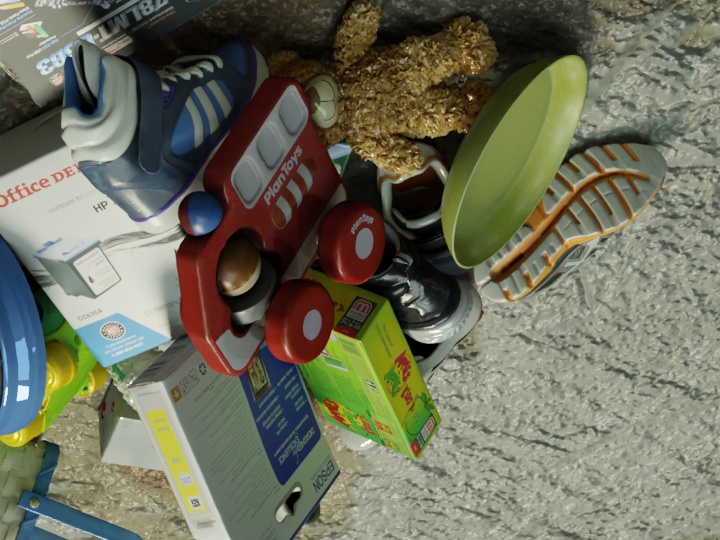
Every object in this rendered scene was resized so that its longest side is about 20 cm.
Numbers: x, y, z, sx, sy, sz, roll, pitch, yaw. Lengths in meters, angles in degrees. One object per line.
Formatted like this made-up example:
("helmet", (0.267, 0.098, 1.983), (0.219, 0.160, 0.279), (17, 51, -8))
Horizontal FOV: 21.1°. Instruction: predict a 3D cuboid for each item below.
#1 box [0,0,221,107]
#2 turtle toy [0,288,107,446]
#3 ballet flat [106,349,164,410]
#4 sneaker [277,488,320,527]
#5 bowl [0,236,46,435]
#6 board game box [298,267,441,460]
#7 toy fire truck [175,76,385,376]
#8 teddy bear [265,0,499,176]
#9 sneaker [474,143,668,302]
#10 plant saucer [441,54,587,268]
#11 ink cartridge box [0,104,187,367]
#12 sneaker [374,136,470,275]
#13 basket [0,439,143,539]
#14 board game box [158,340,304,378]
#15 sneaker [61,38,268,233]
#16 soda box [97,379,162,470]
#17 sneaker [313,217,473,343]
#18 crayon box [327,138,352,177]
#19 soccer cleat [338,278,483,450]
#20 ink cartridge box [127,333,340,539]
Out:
("box", (-0.223, -0.243, 1.463), (0.199, 0.050, 0.199), (-28, 134, 16))
("turtle toy", (-0.292, 0.083, 1.722), (0.101, 0.146, 0.200), (41, 123, 6))
("ballet flat", (-0.157, 0.098, 1.764), (0.072, 0.072, 0.200), (-34, 154, 22))
("sneaker", (-0.080, 0.155, 1.774), (0.074, 0.079, 0.201), (-41, 132, -29))
("bowl", (-0.335, 0.046, 1.626), (0.039, 0.201, 0.201), (-20, 145, -38))
("board game box", (-0.004, 0.081, 1.682), (0.101, 0.048, 0.200), (22, 154, 30))
("toy fire truck", (-0.081, -0.029, 1.497), (0.112, 0.200, 0.168), (11, 146, 36))
("teddy bear", (0.022, -0.146, 1.572), (0.199, 0.067, 0.146), (7, 110, -17))
("sneaker", (0.192, -0.043, 1.733), (0.200, 0.078, 0.077), (-37, 159, 16))
("plant saucer", (0.123, -0.096, 1.614), (0.031, 0.200, 0.200), (31, 136, 20))
("ink cartridge box", (-0.203, -0.037, 1.598), (0.146, 0.086, 0.200), (-22, 120, 23))
("sneaker", (0.059, -0.047, 1.692), (0.078, 0.080, 0.200), (-22, 135, 9))
("basket", (-0.316, 0.231, 1.822), (0.200, 0.140, 0.176), (29, 157, -17))
("board game box", (-0.090, 0.064, 1.809), (0.199, 0.024, 0.105), (-3, 134, -8))
("sneaker", (-0.157, -0.144, 1.488), (0.080, 0.200, 0.147), (-4, 137, 39))
("soda box", (-0.148, 0.154, 1.859), (0.199, 0.064, 0.068), (10, 131, -21))
("sneaker", (0.000, 0.000, 1.679), (0.200, 0.076, 0.114), (9, 150, 47))
("crayon box", (-0.094, -0.057, 1.670), (0.125, 0.052, 0.200), (6, 133, -17))
("soccer cleat", (0.037, 0.087, 1.793), (0.200, 0.069, 0.085), (-50, 161, 17))
("ink cartridge box", (-0.102, 0.138, 1.645), (0.047, 0.198, 0.201), (-10, 110, 27))
